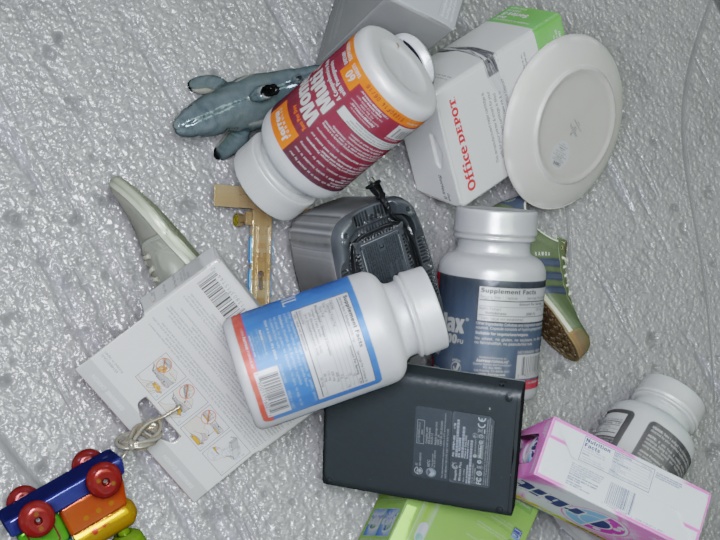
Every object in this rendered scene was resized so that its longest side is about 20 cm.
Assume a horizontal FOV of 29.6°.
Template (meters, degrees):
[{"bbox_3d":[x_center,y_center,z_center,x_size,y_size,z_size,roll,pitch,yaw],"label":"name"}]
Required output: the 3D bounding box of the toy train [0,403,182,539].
[{"bbox_3d":[-0.233,0.228,1.308,0.199,0.085,0.116,-29,105,-20],"label":"toy train"}]

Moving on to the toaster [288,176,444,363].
[{"bbox_3d":[0.000,0.000,1.419,0.113,0.129,0.202,-25,107,-27],"label":"toaster"}]

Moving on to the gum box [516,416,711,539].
[{"bbox_3d":[0.242,0.225,1.406,0.199,0.113,0.067,27,68,-8],"label":"gum box"}]

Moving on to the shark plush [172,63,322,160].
[{"bbox_3d":[-0.095,-0.173,1.415,0.198,0.083,0.092,-9,89,-1],"label":"shark plush"}]

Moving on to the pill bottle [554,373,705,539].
[{"bbox_3d":[0.311,0.219,1.551,0.111,0.111,0.200,42,67,-13],"label":"pill bottle"}]

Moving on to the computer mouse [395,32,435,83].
[{"bbox_3d":[0.023,-0.188,1.444,0.044,0.200,0.110,-27,88,-40],"label":"computer mouse"}]

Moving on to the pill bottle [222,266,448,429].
[{"bbox_3d":[-0.022,0.067,1.295,0.198,0.112,0.113,-19,89,-5],"label":"pill bottle"}]

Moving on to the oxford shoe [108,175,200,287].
[{"bbox_3d":[-0.194,-0.009,1.382,0.058,0.075,0.200,-38,98,2],"label":"oxford shoe"}]

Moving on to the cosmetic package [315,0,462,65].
[{"bbox_3d":[0.034,-0.279,1.458,0.090,0.200,0.108,24,70,-21],"label":"cosmetic package"}]

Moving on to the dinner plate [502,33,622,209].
[{"bbox_3d":[0.237,-0.165,1.543,0.199,0.024,0.202,-16,116,-36],"label":"dinner plate"}]

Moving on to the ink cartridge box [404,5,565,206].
[{"bbox_3d":[0.143,-0.186,1.527,0.199,0.084,0.146,-34,124,-26],"label":"ink cartridge box"}]

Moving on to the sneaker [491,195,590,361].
[{"bbox_3d":[0.215,0.001,1.567,0.090,0.067,0.201,-42,96,-19],"label":"sneaker"}]

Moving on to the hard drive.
[{"bbox_3d":[0.060,0.163,1.362,0.198,0.033,0.141,8,112,13],"label":"hard drive"}]

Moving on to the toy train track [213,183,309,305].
[{"bbox_3d":[-0.111,-0.032,1.445,0.114,0.032,0.202,4,85,-32],"label":"toy train track"}]

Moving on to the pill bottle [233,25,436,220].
[{"bbox_3d":[-0.028,-0.142,1.358,0.109,0.200,0.110,37,31,-27],"label":"pill bottle"}]

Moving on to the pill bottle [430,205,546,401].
[{"bbox_3d":[0.139,0.034,1.473,0.119,0.119,0.202,1,96,-25],"label":"pill bottle"}]

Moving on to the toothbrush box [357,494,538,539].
[{"bbox_3d":[0.083,0.292,1.446,0.145,0.086,0.201,33,68,-16],"label":"toothbrush box"}]

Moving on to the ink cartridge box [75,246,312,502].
[{"bbox_3d":[-0.157,0.105,1.361,0.176,0.045,0.200,-36,116,0],"label":"ink cartridge box"}]
